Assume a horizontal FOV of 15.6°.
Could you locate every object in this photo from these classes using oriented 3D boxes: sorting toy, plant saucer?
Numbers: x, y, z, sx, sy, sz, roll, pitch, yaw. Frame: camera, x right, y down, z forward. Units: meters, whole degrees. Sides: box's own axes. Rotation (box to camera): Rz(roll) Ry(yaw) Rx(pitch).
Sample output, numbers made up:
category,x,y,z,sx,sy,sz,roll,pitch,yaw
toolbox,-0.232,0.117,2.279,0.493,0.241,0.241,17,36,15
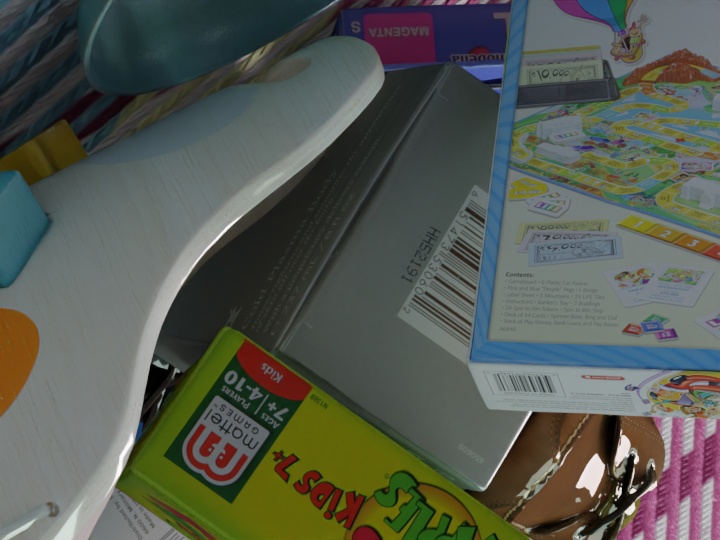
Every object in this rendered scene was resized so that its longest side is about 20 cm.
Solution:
category,x,y,z,sx,sy,sz,roll,pitch,yaw
sorting toy,-0.070,0.000,0.727,0.180,0.107,0.200,-37,-179,-7
plant saucer,0.001,-0.118,0.695,0.200,0.027,0.200,-37,172,-6

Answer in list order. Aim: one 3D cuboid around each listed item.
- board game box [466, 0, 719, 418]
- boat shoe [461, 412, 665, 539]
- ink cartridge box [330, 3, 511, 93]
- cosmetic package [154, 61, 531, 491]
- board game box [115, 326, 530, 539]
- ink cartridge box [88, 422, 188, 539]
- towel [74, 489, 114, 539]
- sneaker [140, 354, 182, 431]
category,x,y,z,sx,sy,sz,roll,pitch,yaw
board game box,0.136,-0.026,0.709,0.199,0.135,0.034,2,156,14
boat shoe,0.073,0.059,0.893,0.072,0.068,0.200,-47,176,10
ink cartridge box,0.043,-0.061,0.983,0.119,0.042,0.200,-3,168,-8
cosmetic package,0.000,0.000,0.849,0.107,0.090,0.200,-60,-161,-10
board game box,-0.018,0.071,0.778,0.048,0.101,0.200,-55,-178,-8
ink cartridge box,-0.080,0.104,1.190,0.200,0.147,0.145,-42,171,34
towel,-0.150,0.155,0.987,0.201,0.032,0.191,-62,180,0
sneaker,-0.068,0.039,1.009,0.075,0.106,0.200,-42,171,35
